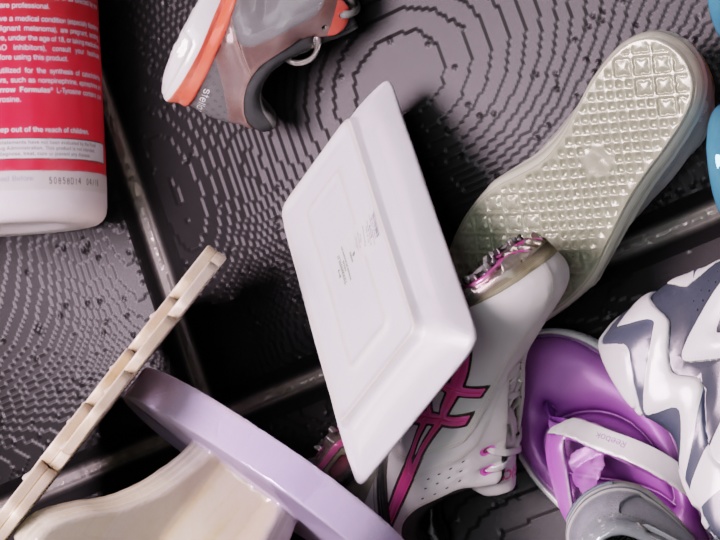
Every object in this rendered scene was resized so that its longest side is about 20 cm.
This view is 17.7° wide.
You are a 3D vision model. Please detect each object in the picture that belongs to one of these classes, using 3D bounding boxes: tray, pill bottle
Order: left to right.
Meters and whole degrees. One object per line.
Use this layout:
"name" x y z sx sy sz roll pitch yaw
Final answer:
"pill bottle" -0.199 -0.122 1.271 0.112 0.112 0.201 -4 87 24
"tray" 0.000 0.000 1.156 0.107 0.022 0.200 -52 35 29

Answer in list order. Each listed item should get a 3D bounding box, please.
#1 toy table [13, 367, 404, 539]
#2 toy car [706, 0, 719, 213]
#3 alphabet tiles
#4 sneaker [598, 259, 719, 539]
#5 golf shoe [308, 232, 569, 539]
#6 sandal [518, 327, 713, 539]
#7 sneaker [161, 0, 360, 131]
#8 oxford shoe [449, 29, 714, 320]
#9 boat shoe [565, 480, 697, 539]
"toy table" -0.080 0.139 1.172 0.117 0.184 0.200 -52 30 -10
"toy car" 0.230 -0.117 1.018 0.184 0.200 0.177 -4 75 22
"alphabet tiles" -0.139 0.073 1.193 0.015 0.200 0.196 37 145 -3
"sneaker" 0.216 0.069 1.095 0.130 0.079 0.199 -44 62 26
"golf shoe" 0.056 0.063 1.161 0.092 0.073 0.200 42 128 8
"sandal" 0.132 0.114 1.148 0.082 0.050 0.203 -38 74 18
"sneaker" -0.030 -0.164 1.231 0.082 0.077 0.200 29 102 -5
"oxford shoe" 0.113 -0.041 1.162 0.075 0.058 0.200 44 120 12
"boat shoe" 0.171 0.185 1.085 0.070 0.072 0.201 -43 97 12
